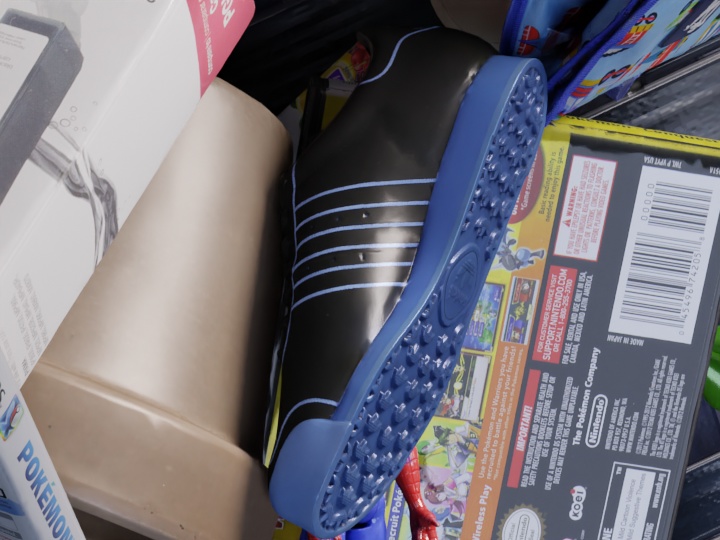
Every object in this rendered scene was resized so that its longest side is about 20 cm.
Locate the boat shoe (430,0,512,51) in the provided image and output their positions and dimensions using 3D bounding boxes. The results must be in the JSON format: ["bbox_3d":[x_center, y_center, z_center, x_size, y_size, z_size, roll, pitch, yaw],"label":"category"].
[{"bbox_3d":[0.051,-0.183,0.932,0.063,0.073,0.200,-48,141,-40],"label":"boat shoe"}]

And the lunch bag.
[{"bbox_3d":[0.128,-0.145,0.934,0.151,0.094,0.200,-32,157,-44],"label":"lunch bag"}]

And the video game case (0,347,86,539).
[{"bbox_3d":[-0.186,0.029,0.760,0.022,0.200,0.182,-59,158,-26],"label":"video game case"}]

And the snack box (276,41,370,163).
[{"bbox_3d":[0.021,0.004,1.064,0.142,0.053,0.200,-43,130,12],"label":"snack box"}]

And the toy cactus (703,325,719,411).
[{"bbox_3d":[0.117,0.023,1.033,0.200,0.102,0.165,-44,120,13],"label":"toy cactus"}]

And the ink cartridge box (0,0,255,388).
[{"bbox_3d":[-0.146,-0.060,0.814,0.200,0.146,0.085,-61,169,-20],"label":"ink cartridge box"}]

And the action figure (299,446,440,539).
[{"bbox_3d":[-0.004,0.099,0.952,0.065,0.052,0.200,-1,100,-42],"label":"action figure"}]

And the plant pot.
[{"bbox_3d":[-0.104,0.010,0.926,0.200,0.200,0.175,30,73,-37],"label":"plant pot"}]

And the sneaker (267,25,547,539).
[{"bbox_3d":[0.000,0.000,0.901,0.200,0.078,0.070,-65,155,-14],"label":"sneaker"}]

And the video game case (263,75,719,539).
[{"bbox_3d":[0.052,0.031,0.986,0.181,0.026,0.200,9,105,-5],"label":"video game case"}]
